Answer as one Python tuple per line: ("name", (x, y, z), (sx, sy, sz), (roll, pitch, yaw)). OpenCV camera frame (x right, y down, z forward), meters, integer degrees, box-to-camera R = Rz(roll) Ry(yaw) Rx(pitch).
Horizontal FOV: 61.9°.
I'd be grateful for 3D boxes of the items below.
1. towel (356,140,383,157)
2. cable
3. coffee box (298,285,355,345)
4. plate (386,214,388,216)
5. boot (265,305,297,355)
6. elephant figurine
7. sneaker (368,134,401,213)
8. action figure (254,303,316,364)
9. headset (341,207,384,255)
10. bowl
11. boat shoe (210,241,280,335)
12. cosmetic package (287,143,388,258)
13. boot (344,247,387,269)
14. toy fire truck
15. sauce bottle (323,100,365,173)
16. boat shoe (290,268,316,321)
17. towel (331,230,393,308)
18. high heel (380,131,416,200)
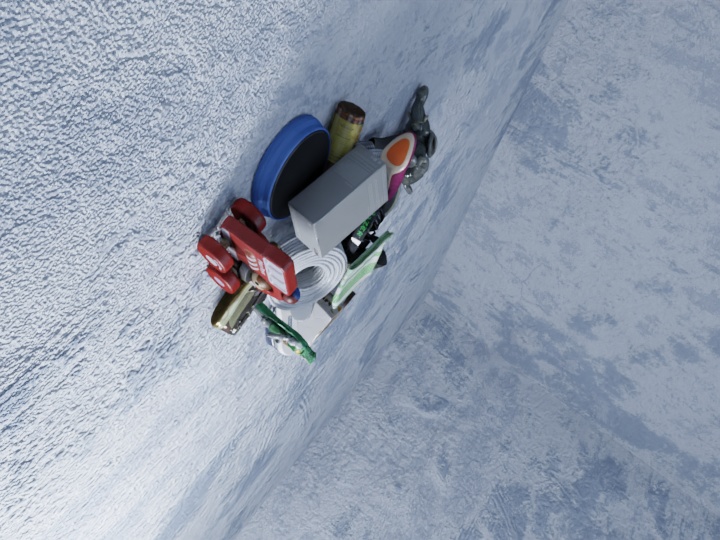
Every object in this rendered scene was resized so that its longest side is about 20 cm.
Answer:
("towel", (-0.033, -0.185, 1.334), (0.204, 0.084, 0.165), (-64, 167, 22))
("cable", (-0.121, -0.003, 1.269), (0.194, 0.070, 0.203), (-13, 145, -27))
("coffee box", (-0.101, 0.107, 1.680), (0.115, 0.079, 0.200), (-49, 178, 27))
("plate", (-0.012, -0.069, 1.695), (0.201, 0.032, 0.200), (-52, 177, 30))
("boot", (-0.192, 0.094, 1.444), (0.071, 0.089, 0.208), (0, 100, -42))
("elephant figurine", (0.145, -0.338, 1.561), (0.154, 0.139, 0.205), (-22, -139, 59))
("sneaker", (0.045, -0.233, 1.456), (0.103, 0.075, 0.206), (-6, 124, -29))
("action figure", (-0.172, 0.130, 1.289), (0.055, 0.198, 0.118), (-51, 166, -10))
("headset", (0.015, -0.088, 1.339), (0.126, 0.092, 0.200), (-58, -176, -3))
("bowl", (-0.122, -0.183, 1.101), (0.203, 0.039, 0.202), (-53, 167, -18))
("boat shoe", (-0.212, 0.036, 1.172), (0.064, 0.073, 0.201), (37, 95, -34))
("cosmetic package", (-0.039, -0.134, 1.161), (0.198, 0.090, 0.108), (-38, 150, -22))
("boot", (-0.035, -0.020, 1.539), (0.196, 0.070, 0.129), (13, 150, -43))
("toy fire truck", (-0.175, -0.010, 1.024), (0.113, 0.166, 0.202), (-49, 165, -21))
("sauce bottle", (-0.050, -0.233, 1.201), (0.066, 0.065, 0.203), (-37, 158, -53))
("boat shoe", (-0.116, 0.017, 1.401), (0.070, 0.068, 0.208), (16, 85, -84))
("towel", (0.000, 0.000, 1.382), (0.152, 0.023, 0.201), (-44, 172, -30))
("high heel", (0.081, -0.232, 1.330), (0.095, 0.068, 0.201), (-30, 165, -48))
